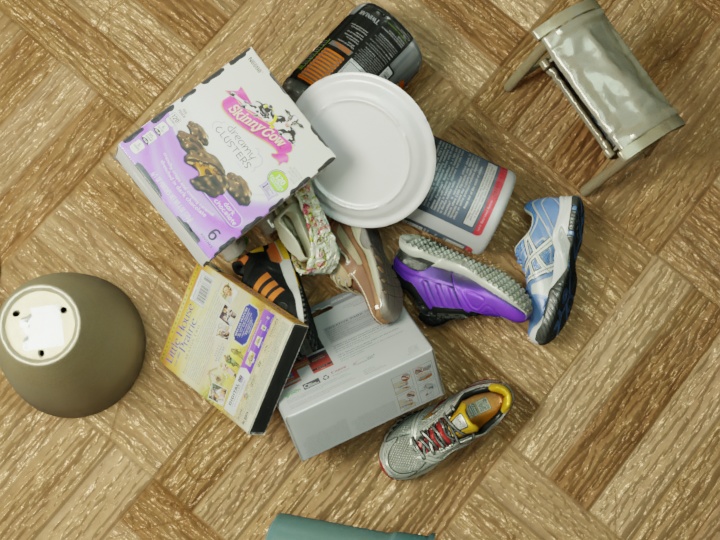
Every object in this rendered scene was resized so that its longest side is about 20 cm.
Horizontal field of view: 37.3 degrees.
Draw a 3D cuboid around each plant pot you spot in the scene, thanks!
[{"bbox_3d":[-0.366,0.079,1.297,0.185,0.200,0.189,1,79,-5],"label":"plant pot"},{"bbox_3d":[-0.026,0.388,1.277,0.194,0.200,0.202,14,79,6],"label":"plant pot"}]

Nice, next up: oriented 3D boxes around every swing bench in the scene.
[{"bbox_3d":[0.311,-0.230,1.402,0.129,0.200,0.200,-32,83,-9],"label":"swing bench"}]

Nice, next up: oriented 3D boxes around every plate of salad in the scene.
[{"bbox_3d":[0.001,-0.151,1.332,0.198,0.048,0.202,9,117,18],"label":"plate of salad"}]

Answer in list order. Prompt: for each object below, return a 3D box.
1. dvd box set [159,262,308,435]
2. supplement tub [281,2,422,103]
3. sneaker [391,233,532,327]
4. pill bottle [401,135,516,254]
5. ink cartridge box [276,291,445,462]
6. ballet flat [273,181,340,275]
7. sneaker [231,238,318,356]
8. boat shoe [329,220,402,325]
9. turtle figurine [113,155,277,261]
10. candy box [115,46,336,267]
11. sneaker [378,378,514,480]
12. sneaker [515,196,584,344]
[{"bbox_3d":[-0.161,0.091,1.317,0.199,0.029,0.147,29,100,40],"label":"dvd box set"},{"bbox_3d":[-0.022,-0.247,1.421,0.122,0.123,0.200,42,80,4],"label":"supplement tub"},{"bbox_3d":[0.126,0.035,1.399,0.199,0.069,0.100,27,109,18],"label":"sneaker"},{"bbox_3d":[0.093,-0.114,1.406,0.199,0.120,0.120,25,79,0],"label":"pill bottle"},{"bbox_3d":[-0.021,0.119,1.357,0.199,0.084,0.176,-24,38,-8],"label":"ink cartridge box"},{"bbox_3d":[-0.089,-0.084,1.337,0.064,0.075,0.201,-26,87,-42],"label":"ballet flat"},{"bbox_3d":[-0.113,0.044,1.355,0.089,0.070,0.201,-19,43,-1],"label":"sneaker"},{"bbox_3d":[0.000,0.000,1.376,0.071,0.076,0.201,-31,41,12],"label":"boat shoe"},{"bbox_3d":[-0.194,-0.124,1.396,0.144,0.200,0.194,-43,109,-16],"label":"turtle figurine"},{"bbox_3d":[-0.158,-0.134,1.258,0.200,0.072,0.168,-40,95,-17],"label":"candy box"},{"bbox_3d":[0.109,0.198,1.369,0.199,0.082,0.078,-33,83,-9],"label":"sneaker"},{"bbox_3d":[0.246,-0.001,1.423,0.076,0.076,0.202,7,80,24],"label":"sneaker"}]
